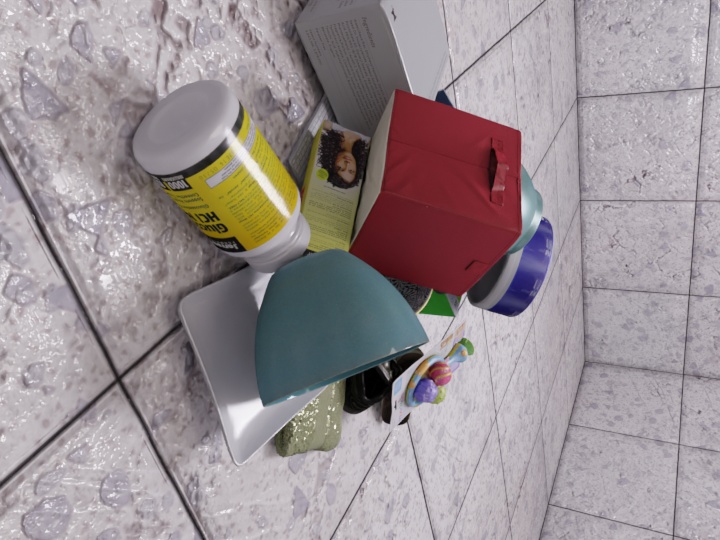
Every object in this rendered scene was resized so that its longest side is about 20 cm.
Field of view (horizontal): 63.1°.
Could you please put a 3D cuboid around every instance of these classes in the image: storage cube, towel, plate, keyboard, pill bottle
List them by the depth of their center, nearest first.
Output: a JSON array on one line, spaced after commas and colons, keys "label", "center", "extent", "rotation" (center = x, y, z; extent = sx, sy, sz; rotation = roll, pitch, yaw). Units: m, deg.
[{"label": "pill bottle", "center": [-0.133, -0.087, 0.619], "extent": [0.200, 0.111, 0.113], "rotation": [56, 47, -47]}, {"label": "plate", "center": [-0.125, 0.095, 0.711], "extent": [0.199, 0.032, 0.202], "rotation": [-33, 111, -54]}, {"label": "storage cube", "center": [0.090, -0.094, 0.775], "extent": [0.200, 0.178, 0.172], "rotation": [124, -21, -57]}, {"label": "keyboard", "center": [-0.054, -0.207, 0.850], "extent": [0.056, 0.011, 0.201], "rotation": [59, 45, -46]}, {"label": "towel", "center": [-0.064, 0.165, 0.853], "extent": [0.148, 0.036, 0.202], "rotation": [20, 76, -59]}]

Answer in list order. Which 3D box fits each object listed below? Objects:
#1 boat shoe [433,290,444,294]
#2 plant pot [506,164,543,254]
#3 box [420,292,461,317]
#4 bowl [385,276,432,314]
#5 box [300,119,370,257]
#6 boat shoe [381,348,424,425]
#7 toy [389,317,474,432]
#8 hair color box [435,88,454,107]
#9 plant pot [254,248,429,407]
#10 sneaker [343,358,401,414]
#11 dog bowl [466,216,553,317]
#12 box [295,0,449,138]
[{"label": "boat shoe", "center": [0.180, -0.012, 1.049], "extent": [0.200, 0.066, 0.057], "rotation": [-56, 135, -43]}, {"label": "plant pot", "center": [0.213, -0.104, 0.973], "extent": [0.133, 0.200, 0.202], "rotation": [22, 69, -18]}, {"label": "box", "center": [0.145, -0.039, 1.140], "extent": [0.201, 0.096, 0.178], "rotation": [58, 45, -46]}, {"label": "bowl", "center": [0.000, 0.000, 0.854], "extent": [0.199, 0.094, 0.203], "rotation": [12, 60, -21]}, {"label": "box", "center": [-0.042, -0.095, 0.776], "extent": [0.075, 0.050, 0.202], "rotation": [17, 68, -17]}, {"label": "boat shoe", "center": [0.071, 0.189, 1.038], "extent": [0.077, 0.071, 0.201], "rotation": [-83, -173, -46]}, {"label": "toy", "center": [0.125, 0.175, 0.951], "extent": [0.200, 0.047, 0.116], "rotation": [-36, 139, -40]}, {"label": "hair color box", "center": [0.113, -0.219, 0.987], "extent": [0.061, 0.099, 0.200], "rotation": [63, 5, 10]}, {"label": "plant pot", "center": [-0.038, 0.056, 0.670], "extent": [0.200, 0.199, 0.136], "rotation": [-1, 67, -61]}, {"label": "sneaker", "center": [0.033, 0.127, 0.938], "extent": [0.076, 0.114, 0.201], "rotation": [31, 60, -14]}, {"label": "dog bowl", "center": [0.275, -0.018, 1.098], "extent": [0.200, 0.078, 0.202], "rotation": [-162, -90, -82]}, {"label": "box", "center": [0.029, -0.331, 0.845], "extent": [0.201, 0.129, 0.200], "rotation": [61, 38, -44]}]
